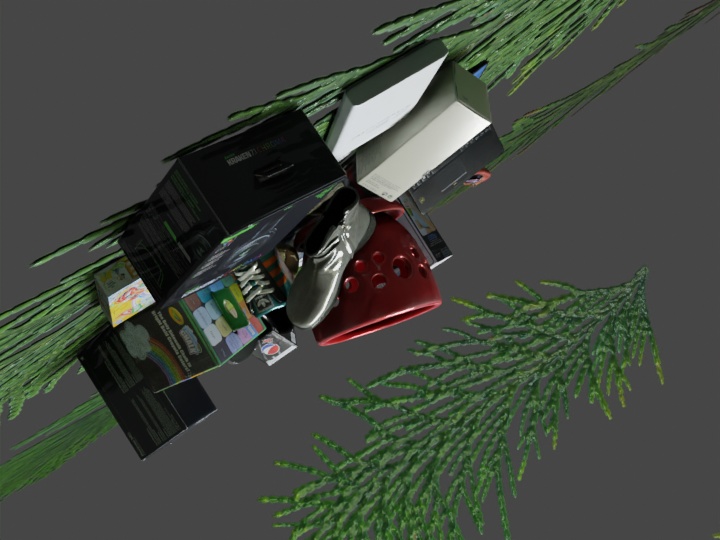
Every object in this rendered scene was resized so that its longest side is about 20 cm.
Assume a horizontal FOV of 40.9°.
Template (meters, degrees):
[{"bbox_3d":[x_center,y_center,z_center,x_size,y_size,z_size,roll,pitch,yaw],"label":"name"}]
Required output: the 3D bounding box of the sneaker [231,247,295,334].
[{"bbox_3d":[-0.139,0.015,1.359,0.071,0.080,0.200,-22,137,16],"label":"sneaker"}]

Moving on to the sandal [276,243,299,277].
[{"bbox_3d":[-0.144,0.013,1.468,0.080,0.054,0.200,7,142,-21],"label":"sandal"}]

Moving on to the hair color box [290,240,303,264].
[{"bbox_3d":[-0.072,-0.065,1.746,0.099,0.061,0.200,-36,176,29],"label":"hair color box"}]

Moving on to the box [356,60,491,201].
[{"bbox_3d":[0.081,-0.184,1.303,0.068,0.082,0.200,27,136,-31],"label":"box"}]

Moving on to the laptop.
[{"bbox_3d":[0.141,-0.196,1.463,0.177,0.200,0.103,-38,-147,-9],"label":"laptop"}]

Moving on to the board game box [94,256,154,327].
[{"bbox_3d":[-0.271,0.007,1.237,0.134,0.034,0.200,-33,176,-17],"label":"board game box"}]

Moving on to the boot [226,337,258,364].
[{"bbox_3d":[-0.255,0.104,1.602,0.174,0.069,0.200,-26,-146,23],"label":"boot"}]

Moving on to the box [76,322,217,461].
[{"bbox_3d":[-0.337,0.176,1.517,0.141,0.200,0.079,-36,175,35],"label":"box"}]

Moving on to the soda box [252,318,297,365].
[{"bbox_3d":[-0.161,0.060,1.652,0.071,0.063,0.200,-35,-140,23],"label":"soda box"}]

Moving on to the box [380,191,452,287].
[{"bbox_3d":[0.044,-0.075,1.566,0.117,0.200,0.060,-34,175,34],"label":"box"}]

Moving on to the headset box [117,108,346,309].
[{"bbox_3d":[-0.135,-0.068,1.021,0.174,0.093,0.200,-31,174,-41],"label":"headset box"}]

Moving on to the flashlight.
[{"bbox_3d":[-0.036,-0.111,1.514,0.068,0.068,0.200,27,138,-33],"label":"flashlight"}]

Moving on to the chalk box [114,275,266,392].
[{"bbox_3d":[-0.234,0.076,1.409,0.200,0.125,0.124,-24,-170,36],"label":"chalk box"}]

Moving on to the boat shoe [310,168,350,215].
[{"bbox_3d":[-0.055,-0.102,1.328,0.071,0.063,0.200,-37,171,16],"label":"boat shoe"}]

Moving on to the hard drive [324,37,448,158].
[{"bbox_3d":[0.024,-0.201,1.165,0.132,0.027,0.200,-32,176,-14],"label":"hard drive"}]

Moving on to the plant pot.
[{"bbox_3d":[0.000,0.000,1.449,0.200,0.183,0.200,-21,172,-3],"label":"plant pot"}]

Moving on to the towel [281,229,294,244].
[{"bbox_3d":[-0.197,-0.010,1.504,0.200,0.049,0.112,-37,173,29],"label":"towel"}]

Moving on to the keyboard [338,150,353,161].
[{"bbox_3d":[-0.081,-0.126,1.333,0.200,0.011,0.056,-35,176,10],"label":"keyboard"}]

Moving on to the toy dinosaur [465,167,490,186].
[{"bbox_3d":[0.159,-0.169,1.673,0.181,0.200,0.105,21,129,-28],"label":"toy dinosaur"}]

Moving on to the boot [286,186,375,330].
[{"bbox_3d":[-0.056,-0.018,1.296,0.200,0.068,0.131,-60,164,0],"label":"boot"}]
